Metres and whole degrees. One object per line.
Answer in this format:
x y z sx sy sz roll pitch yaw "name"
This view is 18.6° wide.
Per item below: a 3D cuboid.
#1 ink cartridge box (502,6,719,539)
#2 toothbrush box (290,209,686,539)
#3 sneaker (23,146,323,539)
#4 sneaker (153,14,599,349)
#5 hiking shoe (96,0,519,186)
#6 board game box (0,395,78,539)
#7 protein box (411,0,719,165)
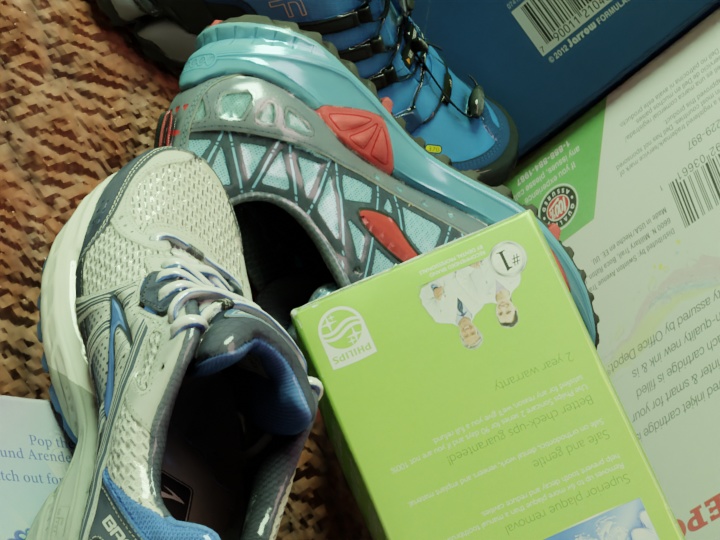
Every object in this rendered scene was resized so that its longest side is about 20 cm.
0.155 0.020 0.879 0.087 0.145 0.200 9 54 -43 "ink cartridge box"
0.057 0.103 0.704 0.146 0.086 0.200 79 -14 -74 "toothbrush box"
-0.045 0.034 0.646 0.077 0.085 0.200 26 42 -29 "sneaker"
0.000 0.000 0.814 0.200 0.079 0.096 37 62 -20 "sneaker"
-0.006 -0.090 0.850 0.200 0.087 0.075 28 44 -28 "hiking shoe"
-0.110 0.128 0.606 0.200 0.043 0.200 10 54 -41 "board game box"
0.090 -0.184 0.930 0.200 0.198 0.135 55 38 5 "protein box"
